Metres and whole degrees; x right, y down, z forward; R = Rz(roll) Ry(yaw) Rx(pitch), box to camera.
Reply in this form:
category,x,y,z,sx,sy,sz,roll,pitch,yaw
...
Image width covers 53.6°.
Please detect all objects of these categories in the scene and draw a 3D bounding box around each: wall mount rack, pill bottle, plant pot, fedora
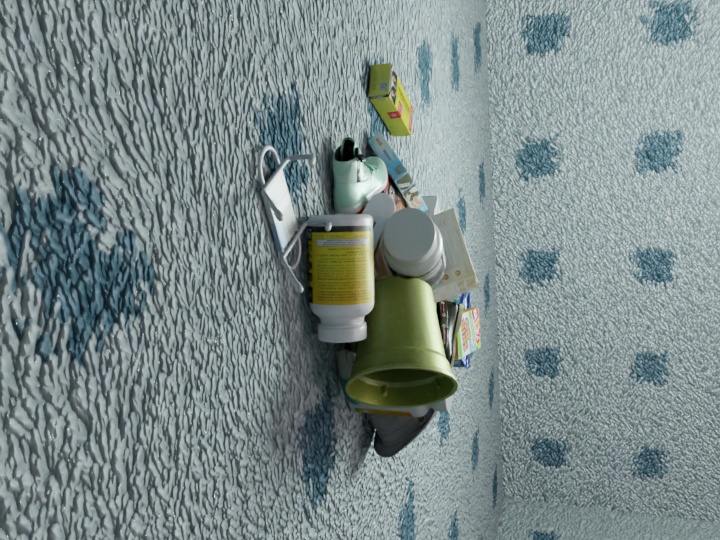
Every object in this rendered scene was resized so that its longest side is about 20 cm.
category,x,y,z,sx,sy,sz,roll,pitch,yaw
wall mount rack,-0.100,-0.072,1.030,0.175,0.072,0.204,-65,149,-49
pill bottle,0.099,-0.034,1.311,0.200,0.109,0.117,61,33,-70
pill bottle,-0.032,0.011,1.182,0.112,0.109,0.207,-11,101,-71
pill bottle,0.078,0.225,1.388,0.111,0.194,0.115,1,90,-71
plant pot,0.070,0.122,1.266,0.201,0.194,0.189,59,26,-57
fedora,0.079,0.282,1.499,0.091,0.199,0.177,49,-2,-16

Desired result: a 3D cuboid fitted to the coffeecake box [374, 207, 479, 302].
category,x,y,z,sx,sy,sz,roll,pitch,yaw
coffeecake box,0.124,-0.013,1.453,0.073,0.195,0.157,55,18,-63

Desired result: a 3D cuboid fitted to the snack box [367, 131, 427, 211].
category,x,y,z,sx,sy,sz,roll,pitch,yaw
snack box,0.083,-0.204,1.550,0.118,0.037,0.200,58,5,25

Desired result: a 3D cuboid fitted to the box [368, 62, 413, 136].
category,x,y,z,sx,sy,sz,roll,pitch,yaw
box,0.069,-0.372,1.574,0.200,0.049,0.078,43,49,-66

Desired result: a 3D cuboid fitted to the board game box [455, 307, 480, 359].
category,x,y,z,sx,sy,sz,roll,pitch,yaw
board game box,0.237,0.143,1.640,0.199,0.029,0.099,-7,94,-62

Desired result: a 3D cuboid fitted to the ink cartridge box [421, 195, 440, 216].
category,x,y,z,sx,sy,sz,roll,pitch,yaw
ink cartridge box,0.165,-0.065,1.820,0.203,0.083,0.149,71,26,-42

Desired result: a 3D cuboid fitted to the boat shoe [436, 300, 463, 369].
category,x,y,z,sx,sy,sz,roll,pitch,yaw
boat shoe,0.171,0.159,1.495,0.074,0.061,0.206,105,-2,-64

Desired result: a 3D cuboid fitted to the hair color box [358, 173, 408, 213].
category,x,y,z,sx,sy,sz,roll,pitch,yaw
hair color box,0.050,-0.123,1.509,0.200,0.059,0.105,46,47,-66

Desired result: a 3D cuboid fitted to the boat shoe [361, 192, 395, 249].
category,x,y,z,sx,sy,sz,roll,pitch,yaw
boat shoe,-0.004,-0.050,1.298,0.203,0.071,0.068,-59,178,-22

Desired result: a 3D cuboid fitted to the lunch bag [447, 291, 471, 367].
category,x,y,z,sx,sy,sz,roll,pitch,yaw
lunch bag,0.180,0.127,1.741,0.127,0.165,0.206,44,48,-59

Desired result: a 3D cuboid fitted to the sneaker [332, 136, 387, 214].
category,x,y,z,sx,sy,sz,roll,pitch,yaw
sneaker,0.003,-0.201,1.332,0.201,0.072,0.121,-58,150,-54

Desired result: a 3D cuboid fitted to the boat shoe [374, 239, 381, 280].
category,x,y,z,sx,sy,sz,roll,pitch,yaw
boat shoe,0.000,0.000,1.343,0.074,0.067,0.205,58,38,-60

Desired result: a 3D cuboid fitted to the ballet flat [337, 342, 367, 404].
category,x,y,z,sx,sy,sz,roll,pitch,yaw
ballet flat,-0.013,0.145,1.339,0.070,0.066,0.205,33,58,-41
